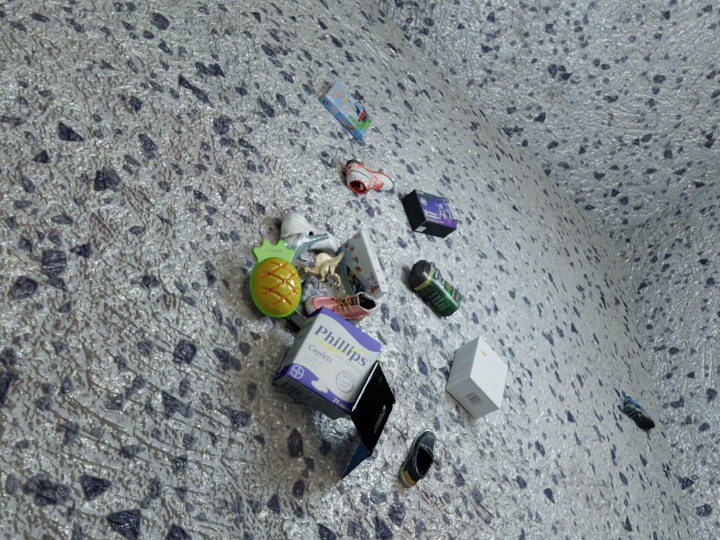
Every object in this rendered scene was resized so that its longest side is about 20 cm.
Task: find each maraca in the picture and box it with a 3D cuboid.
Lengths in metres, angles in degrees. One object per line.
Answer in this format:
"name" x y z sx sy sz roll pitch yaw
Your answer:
"maraca" -0.214 0.019 1.533 0.136 0.107 0.203 3 73 -32

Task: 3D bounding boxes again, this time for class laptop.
"laptop" -0.001 0.355 1.462 0.202 0.115 0.188 67 30 -22

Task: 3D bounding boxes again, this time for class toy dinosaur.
"toy dinosaur" -0.088 -0.004 1.725 0.199 0.058 0.102 -26 100 -39

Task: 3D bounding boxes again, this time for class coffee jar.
"coffee jar" 0.249 0.059 2.073 0.200 0.085 0.105 42 38 -18

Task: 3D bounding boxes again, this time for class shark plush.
"shark plush" -0.174 -0.055 1.665 0.199 0.090 0.084 -31 101 -45

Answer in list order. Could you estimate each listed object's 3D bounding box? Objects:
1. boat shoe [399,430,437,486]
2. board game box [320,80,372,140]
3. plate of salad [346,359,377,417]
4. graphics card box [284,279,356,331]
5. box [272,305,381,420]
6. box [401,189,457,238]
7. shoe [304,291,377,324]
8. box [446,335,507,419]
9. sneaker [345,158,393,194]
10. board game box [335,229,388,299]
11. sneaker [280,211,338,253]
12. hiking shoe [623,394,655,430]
"boat shoe" 0.170 0.500 1.650 0.075 0.062 0.200 52 34 -2
"board game box" -0.049 -0.598 2.290 0.200 0.036 0.152 43 38 -16
"plate of salad" -0.014 0.277 1.582 0.198 0.048 0.203 9 77 -43
"graphics card box" -0.104 0.133 1.633 0.200 0.051 0.126 42 38 -16
"box" -0.078 0.221 1.472 0.183 0.105 0.201 34 59 -11
"box" 0.261 -0.212 2.312 0.198 0.079 0.143 7 54 -46
"shoe" -0.047 0.090 1.611 0.199 0.091 0.072 15 51 -43
"box" 0.378 0.344 1.978 0.152 0.106 0.201 46 37 -12
"sneaker" 0.032 -0.297 2.120 0.200 0.067 0.109 24 47 -31
"board game box" 0.000 0.000 1.794 0.034 0.126 0.202 5 59 -46
"sneaker" -0.151 -0.084 1.751 0.199 0.074 0.101 29 62 -33
"hiking shoe" 1.285 0.653 2.817 0.200 0.074 0.087 42 38 -19
